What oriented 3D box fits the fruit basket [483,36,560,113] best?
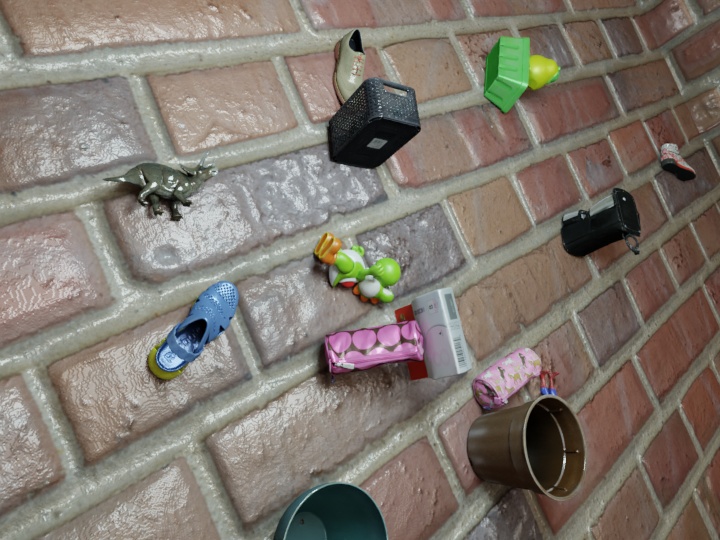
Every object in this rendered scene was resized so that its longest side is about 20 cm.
[{"bbox_3d":[0.490,-0.596,1.602,0.209,0.156,0.222,7,67,-16],"label":"fruit basket"}]

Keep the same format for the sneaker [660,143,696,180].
[{"bbox_3d":[1.306,-0.450,2.162,0.197,0.067,0.111,17,68,-26],"label":"sneaker"}]

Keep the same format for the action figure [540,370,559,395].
[{"bbox_3d":[0.509,0.358,1.335,0.064,0.098,0.206,12,70,-28],"label":"action figure"}]

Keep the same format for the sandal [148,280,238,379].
[{"bbox_3d":[-0.272,0.096,0.899,0.079,0.087,0.202,40,55,-13],"label":"sandal"}]

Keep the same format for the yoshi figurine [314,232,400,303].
[{"bbox_3d":[0.007,-0.014,1.114,0.198,0.111,0.114,35,51,-23],"label":"yoshi figurine"}]

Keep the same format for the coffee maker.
[{"bbox_3d":[0.705,-0.118,1.560,0.133,0.199,0.195,32,56,-17],"label":"coffee maker"}]

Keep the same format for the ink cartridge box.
[{"bbox_3d":[0.130,0.141,1.081,0.056,0.198,0.167,-5,77,-38],"label":"ink cartridge box"}]

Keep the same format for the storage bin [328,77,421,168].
[{"bbox_3d":[0.028,-0.319,1.168,0.132,0.199,0.097,3,72,-32],"label":"storage bin"}]

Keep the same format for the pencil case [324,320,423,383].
[{"bbox_3d":[0.028,0.155,1.028,0.194,0.094,0.093,-11,97,0],"label":"pencil case"}]

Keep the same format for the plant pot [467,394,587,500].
[{"bbox_3d":[0.351,0.385,1.153,0.196,0.197,0.206,11,69,-30],"label":"plant pot"}]

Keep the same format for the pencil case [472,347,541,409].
[{"bbox_3d":[0.357,0.257,1.272,0.197,0.082,0.088,-23,87,-38],"label":"pencil case"}]

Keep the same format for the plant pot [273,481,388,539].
[{"bbox_3d":[-0.068,0.462,0.882,0.196,0.134,0.206,11,69,-30],"label":"plant pot"}]

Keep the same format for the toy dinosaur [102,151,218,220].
[{"bbox_3d":[-0.357,-0.154,0.946,0.195,0.077,0.105,-2,63,-29],"label":"toy dinosaur"}]

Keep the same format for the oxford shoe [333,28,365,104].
[{"bbox_3d":[-0.022,-0.488,1.270,0.069,0.074,0.206,3,73,-33],"label":"oxford shoe"}]
